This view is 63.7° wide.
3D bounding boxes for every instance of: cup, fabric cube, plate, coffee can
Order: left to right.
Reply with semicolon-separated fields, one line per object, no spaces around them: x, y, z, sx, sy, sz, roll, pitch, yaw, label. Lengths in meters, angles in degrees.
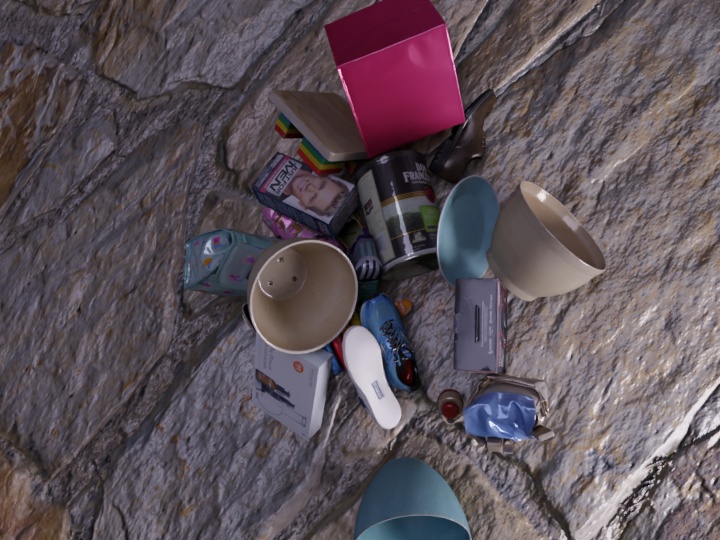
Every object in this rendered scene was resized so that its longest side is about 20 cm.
-0.121;0.025;1.039;0.203;0.199;0.143;-57;32;2;cup
0.063;-0.371;1.086;0.195;0.198;0.202;-20;44;6;fabric cube
0.081;-0.102;1.103;0.143;0.146;0.204;-19;75;15;coffee can
0.189;-0.069;1.042;0.025;0.198;0.205;13;84;43;plate

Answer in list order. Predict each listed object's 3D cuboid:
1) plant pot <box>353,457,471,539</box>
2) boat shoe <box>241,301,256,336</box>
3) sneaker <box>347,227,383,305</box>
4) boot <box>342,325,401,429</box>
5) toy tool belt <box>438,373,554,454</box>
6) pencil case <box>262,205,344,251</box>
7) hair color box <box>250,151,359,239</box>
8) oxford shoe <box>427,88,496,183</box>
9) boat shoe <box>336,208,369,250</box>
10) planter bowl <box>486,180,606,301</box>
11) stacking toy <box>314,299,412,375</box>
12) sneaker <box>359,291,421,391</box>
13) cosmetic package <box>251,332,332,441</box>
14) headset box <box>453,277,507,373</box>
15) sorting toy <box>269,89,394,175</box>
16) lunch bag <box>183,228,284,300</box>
0.082;0.411;1.005;0.196;0.202;0.136;-22;37;14;plant pot
-0.173;0.139;1.193;0.072;0.059;0.200;-45;70;6;boat shoe
0.000;0.000;1.106;0.073;0.201;0.089;1;65;-16;sneaker
0.006;0.191;1.065;0.072;0.090;0.204;-23;102;-19;boot
0.223;0.248;0.985;0.195;0.123;0.128;-7;112;17;toy tool belt
-0.118;-0.074;1.202;0.082;0.087;0.200;-35;68;-24;pencil case
-0.110;-0.152;1.149;0.197;0.061;0.101;26;70;23;hair color box
0.216;-0.260;1.135;0.083;0.073;0.202;32;89;-3;oxford shoe
-0.029;-0.096;1.178;0.076;0.074;0.200;-45;70;6;boat shoe
0.304;-0.034;1.003;0.202;0.198;0.135;53;122;19;planter bowl
0.015;0.111;1.124;0.197;0.116;0.112;-26;78;-2;stacking toy
0.067;0.131;1.054;0.077;0.090;0.203;-29;108;-18;sneaker
-0.136;0.211;1.115;0.149;0.052;0.203;25;127;20;cosmetic package
0.208;0.099;0.993;0.073;0.200;0.153;0;79;19;headset box
-0.064;-0.273;1.170;0.200;0.197;0.070;48;127;22;sorting toy
-0.232;-0.016;1.145;0.198;0.168;0.125;-19;66;45;lunch bag
